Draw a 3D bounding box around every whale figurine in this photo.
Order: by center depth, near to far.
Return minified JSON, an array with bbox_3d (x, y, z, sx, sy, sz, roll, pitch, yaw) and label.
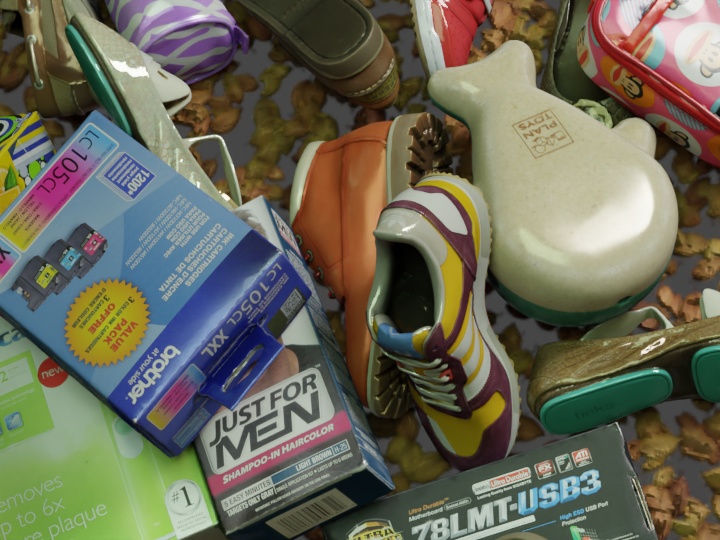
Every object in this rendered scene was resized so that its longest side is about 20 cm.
[{"bbox_3d":[0.118,-0.052,1.208,0.159,0.104,0.200,-25,63,-14],"label":"whale figurine"}]

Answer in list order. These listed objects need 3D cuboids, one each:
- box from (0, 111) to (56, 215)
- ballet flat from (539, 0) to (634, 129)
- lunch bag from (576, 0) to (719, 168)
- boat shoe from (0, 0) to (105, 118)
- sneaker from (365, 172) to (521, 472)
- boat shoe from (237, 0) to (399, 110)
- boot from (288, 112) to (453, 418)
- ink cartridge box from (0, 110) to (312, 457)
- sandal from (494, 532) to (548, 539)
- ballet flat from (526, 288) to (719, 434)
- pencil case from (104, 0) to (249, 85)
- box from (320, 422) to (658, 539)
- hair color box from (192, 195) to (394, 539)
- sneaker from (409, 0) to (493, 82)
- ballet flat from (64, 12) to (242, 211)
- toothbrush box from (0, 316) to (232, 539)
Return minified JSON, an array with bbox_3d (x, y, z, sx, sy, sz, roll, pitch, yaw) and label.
[{"bbox_3d":[-0.265,-0.021,1.223,0.064,0.070,0.200,-7,33,26],"label":"box"},{"bbox_3d":[0.160,-0.161,1.275,0.067,0.046,0.201,7,70,13],"label":"ballet flat"},{"bbox_3d":[0.239,-0.185,1.235,0.176,0.082,0.200,35,74,7],"label":"lunch bag"},{"bbox_3d":[-0.227,-0.197,1.343,0.072,0.076,0.201,-21,65,3],"label":"boat shoe"},{"bbox_3d":[0.042,0.046,1.141,0.075,0.201,0.090,2,24,33],"label":"sneaker"},{"bbox_3d":[-0.035,-0.176,1.305,0.072,0.068,0.200,-34,46,4],"label":"boat shoe"},{"bbox_3d":[0.000,0.000,1.234,0.107,0.075,0.201,-5,72,29],"label":"boot"},{"bbox_3d":[-0.126,0.016,1.138,0.200,0.076,0.137,36,81,24],"label":"ink cartridge box"},{"bbox_3d":[0.044,0.229,1.084,0.080,0.054,0.200,39,81,22],"label":"sandal"},{"bbox_3d":[0.201,0.051,1.182,0.199,0.068,0.073,-13,48,9],"label":"ballet flat"},{"bbox_3d":[-0.152,-0.227,1.339,0.085,0.084,0.201,-15,67,-15],"label":"pencil case"},{"bbox_3d":[0.095,0.216,1.134,0.199,0.050,0.199,-18,66,3],"label":"box"},{"bbox_3d":[-0.063,0.065,1.175,0.100,0.061,0.201,-27,62,8],"label":"hair color box"},{"bbox_3d":[0.095,-0.219,1.296,0.112,0.071,0.201,-2,66,12],"label":"sneaker"},{"bbox_3d":[-0.130,-0.091,1.269,0.062,0.067,0.201,-28,94,-13],"label":"ballet flat"},{"bbox_3d":[-0.177,0.112,1.202,0.145,0.086,0.201,-22,65,1],"label":"toothbrush box"}]
